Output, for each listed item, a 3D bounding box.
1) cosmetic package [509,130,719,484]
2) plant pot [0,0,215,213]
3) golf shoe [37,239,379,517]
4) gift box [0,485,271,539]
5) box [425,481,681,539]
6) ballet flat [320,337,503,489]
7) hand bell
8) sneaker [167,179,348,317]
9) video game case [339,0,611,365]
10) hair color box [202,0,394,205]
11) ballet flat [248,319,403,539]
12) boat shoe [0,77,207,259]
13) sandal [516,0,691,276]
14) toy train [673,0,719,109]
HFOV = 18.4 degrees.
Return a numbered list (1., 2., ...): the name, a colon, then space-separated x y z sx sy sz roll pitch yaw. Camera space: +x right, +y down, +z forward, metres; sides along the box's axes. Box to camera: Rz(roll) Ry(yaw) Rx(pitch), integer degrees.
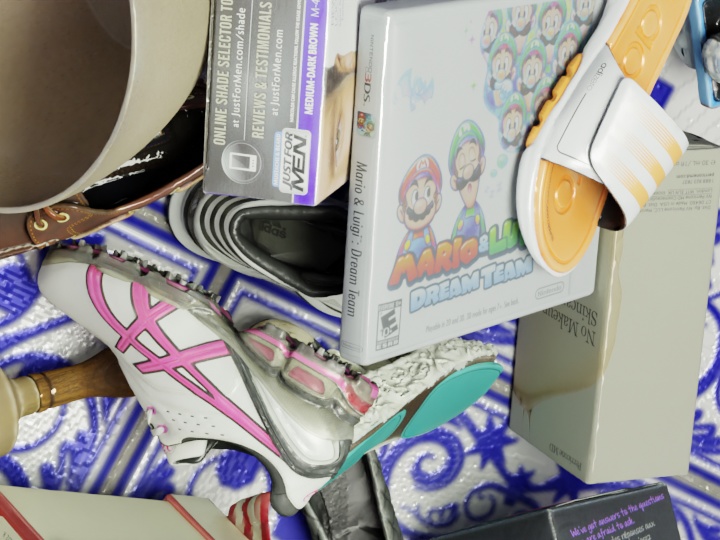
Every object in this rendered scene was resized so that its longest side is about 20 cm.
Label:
1. cosmetic package: 0.148 0.013 1.309 0.073 0.104 0.200 -2 106 -25
2. plant pot: -0.144 -0.139 1.091 0.134 0.200 0.200 -23 119 -52
3. golf shoe: -0.094 0.052 1.159 0.092 0.200 0.073 -62 159 -2
4. gift box: -0.108 0.218 1.180 0.187 0.185 0.200 14 114 -47
5. box: 0.129 0.238 1.305 0.106 0.122 0.200 -6 78 -40
6. ballet flat: 0.010 0.065 1.257 0.200 0.072 0.072 -23 120 -54
7. hand bell: -0.167 0.065 1.199 0.200 0.104 0.104 -14 112 -33
8. sneaker: 0.000 0.000 1.227 0.200 0.115 0.076 16 99 -29
9. video game case: 0.066 -0.057 1.166 0.200 0.024 0.182 -15 115 -47
10. hair color box: -0.019 -0.108 1.141 0.065 0.200 0.109 8 107 15
11. ballet flat: -0.014 0.113 1.289 0.066 0.057 0.200 -32 114 -15
12. boat shoe: -0.156 -0.052 1.163 0.200 0.070 0.070 -25 109 -15
13. sandal: 0.148 -0.092 1.187 0.079 0.059 0.207 36 75 -50
14. toy train: 0.274 -0.152 1.309 0.200 0.114 0.087 -19 110 -19
